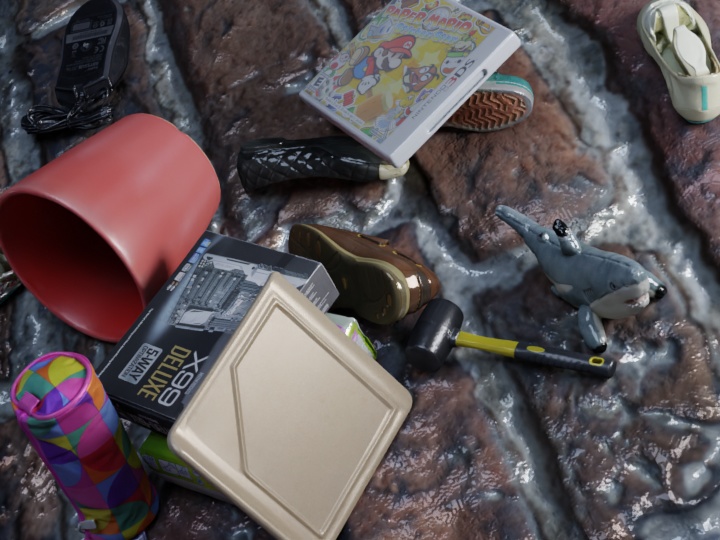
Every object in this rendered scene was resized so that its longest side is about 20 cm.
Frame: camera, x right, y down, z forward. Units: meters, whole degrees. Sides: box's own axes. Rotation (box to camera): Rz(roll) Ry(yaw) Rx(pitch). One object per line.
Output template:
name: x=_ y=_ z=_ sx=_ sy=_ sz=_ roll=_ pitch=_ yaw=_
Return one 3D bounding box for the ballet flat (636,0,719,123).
ballet flat: x=0.322 y=-0.232 z=1.571 sx=0.069 sy=0.070 sz=0.201 roll=-22 pitch=44 yaw=8

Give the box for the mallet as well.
mallet: x=0.131 y=0.078 z=1.410 sx=0.199 sy=0.041 sz=0.066 roll=16 pitch=56 yaw=33

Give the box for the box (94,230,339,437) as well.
box: x=-0.137 y=0.065 z=1.452 sx=0.157 sy=0.050 sz=0.201 roll=16 pitch=59 yaw=39

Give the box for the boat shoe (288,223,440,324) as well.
boat shoe: x=0.000 y=0.000 z=1.534 sx=0.067 sy=0.073 sz=0.200 roll=-14 pitch=24 yaw=-34

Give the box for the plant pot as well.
plant pot: x=-0.251 y=-0.057 z=1.628 sx=0.199 sy=0.201 sz=0.178 roll=11 pitch=46 yaw=34

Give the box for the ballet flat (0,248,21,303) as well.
ballet flat: x=-0.388 y=-0.021 z=1.746 sx=0.199 sy=0.064 sz=0.076 roll=-37 pitch=45 yaw=-7

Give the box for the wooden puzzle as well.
wooden puzzle: x=-0.060 y=0.131 z=1.367 sx=0.037 sy=0.185 sz=0.201 roll=-18 pitch=35 yaw=52

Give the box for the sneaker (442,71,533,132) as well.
sneaker: x=0.094 y=-0.196 z=1.651 sx=0.198 sy=0.072 sz=0.080 roll=1 pitch=55 yaw=29

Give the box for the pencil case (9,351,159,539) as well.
pencil case: x=-0.247 y=0.167 z=1.413 sx=0.088 sy=0.201 sz=0.089 roll=-11 pitch=40 yaw=9

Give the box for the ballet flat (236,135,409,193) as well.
ballet flat: x=-0.039 y=-0.111 z=1.671 sx=0.198 sy=0.057 sz=0.066 roll=3 pitch=24 yaw=23

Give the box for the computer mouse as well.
computer mouse: x=-0.336 y=-0.248 z=1.941 sx=0.137 sy=0.053 sz=0.202 roll=-3 pitch=60 yaw=26

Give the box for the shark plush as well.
shark plush: x=0.201 y=-0.019 z=1.425 sx=0.090 sy=0.084 sz=0.200 roll=-32 pitch=44 yaw=-3

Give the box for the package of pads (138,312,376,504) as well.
package of pads: x=-0.091 y=0.124 z=1.458 sx=0.154 sy=0.068 sz=0.201 roll=12 pitch=58 yaw=36

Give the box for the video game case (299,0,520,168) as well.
video game case: x=0.047 y=-0.211 z=1.635 sx=0.182 sy=0.023 sz=0.200 roll=-45 pitch=39 yaw=-5
